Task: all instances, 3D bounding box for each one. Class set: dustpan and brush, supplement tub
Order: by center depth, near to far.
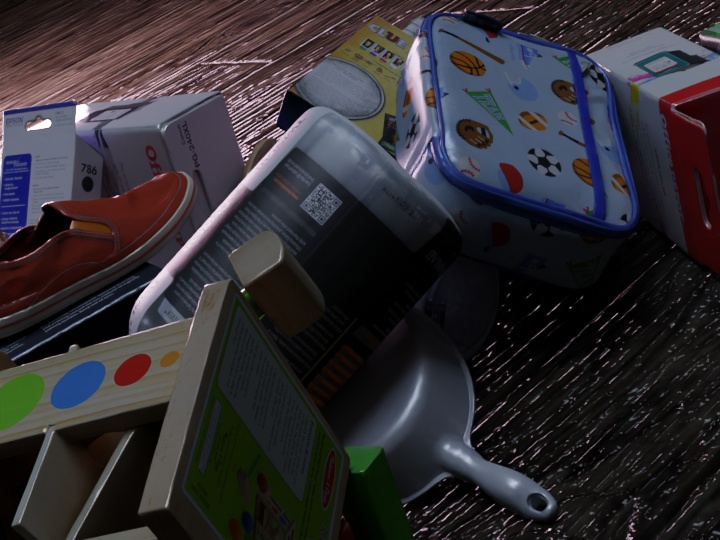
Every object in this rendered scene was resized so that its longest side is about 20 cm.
[{"bbox_3d":[0.032,0.094,0.819,0.199,0.057,0.140,20,71,53],"label":"dustpan and brush"},{"bbox_3d":[-0.047,0.016,0.819,0.200,0.123,0.122,-47,26,-2],"label":"supplement tub"}]

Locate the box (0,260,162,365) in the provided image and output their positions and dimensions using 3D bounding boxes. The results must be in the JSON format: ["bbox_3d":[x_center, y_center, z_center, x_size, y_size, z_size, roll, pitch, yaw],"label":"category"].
[{"bbox_3d":[-0.238,0.071,1.035,0.199,0.105,0.182,-30,27,-23],"label":"box"}]

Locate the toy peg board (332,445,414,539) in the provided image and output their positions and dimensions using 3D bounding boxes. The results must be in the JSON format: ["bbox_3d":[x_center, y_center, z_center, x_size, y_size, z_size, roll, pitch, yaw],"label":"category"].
[{"bbox_3d":[-0.072,0.170,0.695,0.199,0.098,0.199,-5,27,33],"label":"toy peg board"}]

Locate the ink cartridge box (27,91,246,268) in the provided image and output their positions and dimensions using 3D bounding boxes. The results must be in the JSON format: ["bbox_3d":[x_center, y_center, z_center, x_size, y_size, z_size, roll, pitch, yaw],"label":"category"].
[{"bbox_3d":[-0.189,-0.070,1.249,0.199,0.146,0.083,2,27,41],"label":"ink cartridge box"}]

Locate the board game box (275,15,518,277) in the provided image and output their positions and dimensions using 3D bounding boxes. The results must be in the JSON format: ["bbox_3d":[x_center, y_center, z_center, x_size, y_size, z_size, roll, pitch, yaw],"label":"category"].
[{"bbox_3d":[0.058,-0.093,1.011,0.199,0.035,0.136,33,43,10],"label":"board game box"}]

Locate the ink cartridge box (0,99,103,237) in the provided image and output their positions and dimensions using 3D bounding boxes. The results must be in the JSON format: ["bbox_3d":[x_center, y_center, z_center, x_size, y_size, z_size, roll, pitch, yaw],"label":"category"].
[{"bbox_3d":[-0.264,-0.038,1.202,0.099,0.202,0.039,-1,-6,38],"label":"ink cartridge box"}]

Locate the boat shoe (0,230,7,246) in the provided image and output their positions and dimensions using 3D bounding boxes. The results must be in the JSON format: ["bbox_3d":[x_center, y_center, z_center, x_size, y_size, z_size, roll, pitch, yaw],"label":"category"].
[{"bbox_3d":[-0.310,0.025,0.975,0.074,0.069,0.200,-8,27,27],"label":"boat shoe"}]

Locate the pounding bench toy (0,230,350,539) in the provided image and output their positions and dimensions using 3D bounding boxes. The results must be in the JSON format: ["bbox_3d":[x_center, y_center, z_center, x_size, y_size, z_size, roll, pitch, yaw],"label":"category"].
[{"bbox_3d":[-0.102,0.082,0.655,0.155,0.125,0.201,-15,39,22],"label":"pounding bench toy"}]

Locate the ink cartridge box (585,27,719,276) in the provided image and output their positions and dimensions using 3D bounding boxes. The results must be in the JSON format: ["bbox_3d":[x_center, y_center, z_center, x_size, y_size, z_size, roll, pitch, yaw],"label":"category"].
[{"bbox_3d":[0.227,-0.084,0.977,0.067,0.117,0.200,-20,24,-5],"label":"ink cartridge box"}]

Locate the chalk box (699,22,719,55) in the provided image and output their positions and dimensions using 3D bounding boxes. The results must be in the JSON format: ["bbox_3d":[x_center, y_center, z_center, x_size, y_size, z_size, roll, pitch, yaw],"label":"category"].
[{"bbox_3d":[0.336,-0.109,0.935,0.123,0.125,0.200,-25,25,-11],"label":"chalk box"}]

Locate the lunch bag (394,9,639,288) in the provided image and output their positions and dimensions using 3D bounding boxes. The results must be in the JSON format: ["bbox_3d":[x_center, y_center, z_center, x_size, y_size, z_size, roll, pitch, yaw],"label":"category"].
[{"bbox_3d":[0.104,-0.086,0.944,0.159,0.076,0.201,15,43,-13],"label":"lunch bag"}]

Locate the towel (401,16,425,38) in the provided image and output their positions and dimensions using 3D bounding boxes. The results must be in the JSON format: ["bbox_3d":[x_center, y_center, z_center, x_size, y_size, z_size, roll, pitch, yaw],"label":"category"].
[{"bbox_3d":[0.048,-0.095,1.098,0.165,0.086,0.200,33,43,9],"label":"towel"}]

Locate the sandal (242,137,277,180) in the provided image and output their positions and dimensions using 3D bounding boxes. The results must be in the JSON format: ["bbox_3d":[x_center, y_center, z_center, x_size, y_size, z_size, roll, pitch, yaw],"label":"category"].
[{"bbox_3d":[-0.064,-0.039,1.179,0.069,0.078,0.212,-7,35,21],"label":"sandal"}]

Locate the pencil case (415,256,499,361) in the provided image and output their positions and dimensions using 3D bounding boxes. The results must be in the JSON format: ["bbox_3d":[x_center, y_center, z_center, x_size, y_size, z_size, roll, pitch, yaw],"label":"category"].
[{"bbox_3d":[0.000,0.000,0.976,0.199,0.092,0.083,21,25,38],"label":"pencil case"}]

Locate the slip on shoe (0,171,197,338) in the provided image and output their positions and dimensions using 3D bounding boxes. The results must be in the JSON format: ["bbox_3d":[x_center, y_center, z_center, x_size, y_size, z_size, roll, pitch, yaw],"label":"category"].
[{"bbox_3d":[-0.195,-0.024,1.002,0.199,0.062,0.074,-34,26,-33],"label":"slip on shoe"}]
